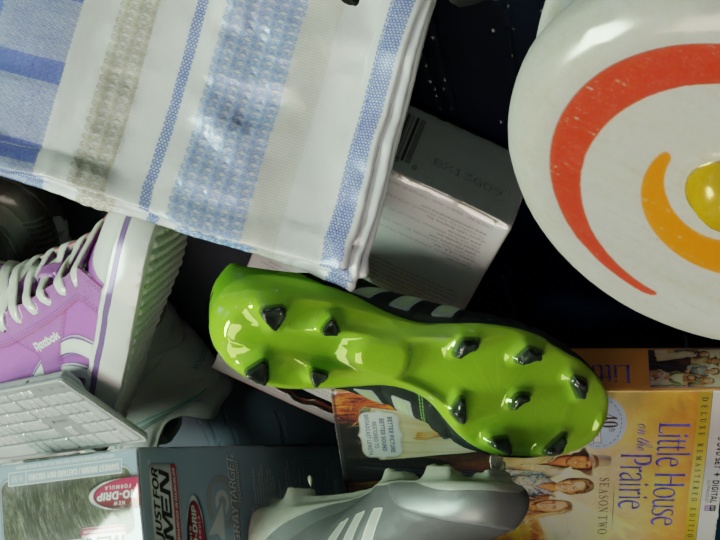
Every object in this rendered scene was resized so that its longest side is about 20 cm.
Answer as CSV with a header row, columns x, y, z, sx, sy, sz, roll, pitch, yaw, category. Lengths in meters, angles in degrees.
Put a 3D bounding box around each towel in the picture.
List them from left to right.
x,y,z,sx,sy,sz,roll,pitch,yaw,category
-0.073,-0.089,0.821,0.198,0.024,0.148,17,95,6,towel

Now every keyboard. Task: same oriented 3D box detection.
x,y,z,sx,sy,sz,roll,pitch,yaw,category
-0.181,0.080,0.967,0.056,0.011,0.199,44,150,-23,keyboard

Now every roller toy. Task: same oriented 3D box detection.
x,y,z,sx,sy,sz,roll,pitch,yaw,category
0.155,-0.066,0.713,0.181,0.140,0.201,-3,132,29,roller toy

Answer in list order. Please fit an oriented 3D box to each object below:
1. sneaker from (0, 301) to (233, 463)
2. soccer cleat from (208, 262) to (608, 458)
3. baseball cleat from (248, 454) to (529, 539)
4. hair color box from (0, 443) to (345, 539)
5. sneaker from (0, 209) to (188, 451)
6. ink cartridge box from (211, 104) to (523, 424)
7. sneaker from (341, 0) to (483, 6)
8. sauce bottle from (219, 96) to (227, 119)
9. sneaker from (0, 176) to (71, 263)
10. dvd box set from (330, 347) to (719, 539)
x,y,z,sx,sy,sz,roll,pitch,yaw,category
-0.154,0.085,1.078,0.080,0.071,0.200,42,136,-23,sneaker
0.023,0.036,0.863,0.198,0.081,0.068,16,108,-17,soccer cleat
0.012,0.151,0.903,0.069,0.108,0.199,11,163,-32,baseball cleat
-0.097,0.130,1.012,0.098,0.061,0.199,-10,171,30,hair color box
-0.157,0.014,0.920,0.114,0.073,0.201,27,138,0,sneaker
0.000,0.000,0.928,0.108,0.051,0.201,25,140,-1,ink cartridge box
0.047,-0.158,0.733,0.199,0.070,0.100,-13,134,38,sneaker
-0.130,-0.071,0.908,0.198,0.066,0.066,3,135,32,sauce bottle
-0.213,0.026,1.027,0.066,0.091,0.201,25,139,-2,sneaker
0.089,0.095,0.953,0.198,0.030,0.147,0,140,5,dvd box set
